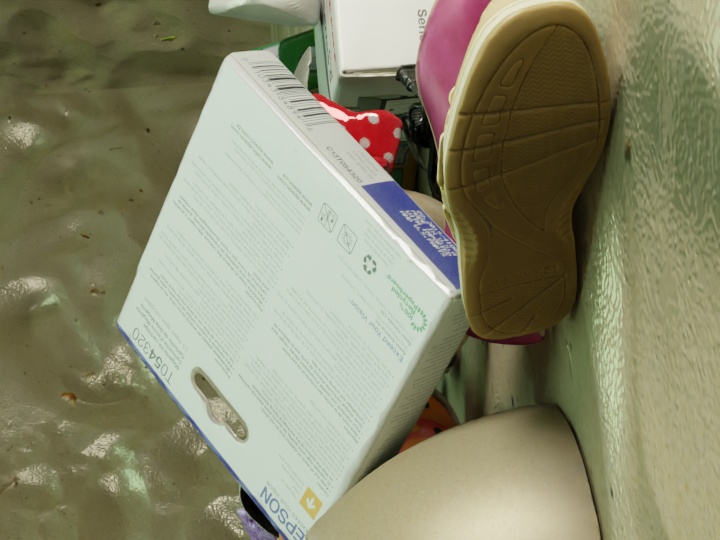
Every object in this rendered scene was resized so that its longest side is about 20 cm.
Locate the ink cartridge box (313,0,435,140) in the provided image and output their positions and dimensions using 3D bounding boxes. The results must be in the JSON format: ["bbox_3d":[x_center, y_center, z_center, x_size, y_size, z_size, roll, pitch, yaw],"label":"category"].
[{"bbox_3d":[0.013,-0.180,1.071,0.200,0.083,0.147,118,147,-80],"label":"ink cartridge box"}]

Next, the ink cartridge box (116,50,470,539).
[{"bbox_3d":[-0.040,0.019,0.853,0.197,0.043,0.201,47,129,26],"label":"ink cartridge box"}]

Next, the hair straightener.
[{"bbox_3d":[0.052,-0.094,0.952,0.200,0.041,0.078,82,166,-78],"label":"hair straightener"}]

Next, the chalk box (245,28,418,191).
[{"bbox_3d":[-0.030,-0.110,1.261,0.201,0.123,0.124,90,156,-50],"label":"chalk box"}]

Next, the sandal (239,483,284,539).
[{"bbox_3d":[-0.039,0.141,0.967,0.059,0.079,0.208,37,-147,-37],"label":"sandal"}]

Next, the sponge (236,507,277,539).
[{"bbox_3d":[0.000,0.236,1.118,0.030,0.111,0.202,-30,88,39],"label":"sponge"}]

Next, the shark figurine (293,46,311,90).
[{"bbox_3d":[-0.030,-0.027,1.026,0.216,0.127,0.090,62,-178,-33],"label":"shark figurine"}]

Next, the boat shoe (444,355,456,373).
[{"bbox_3d":[0.032,0.040,1.194,0.202,0.060,0.073,-107,2,-73],"label":"boat shoe"}]

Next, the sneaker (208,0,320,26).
[{"bbox_3d":[-0.062,-0.216,1.072,0.200,0.074,0.090,-108,27,-76],"label":"sneaker"}]

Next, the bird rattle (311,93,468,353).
[{"bbox_3d":[0.000,0.000,0.957,0.113,0.161,0.202,-132,57,-64],"label":"bird rattle"}]

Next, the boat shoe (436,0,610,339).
[{"bbox_3d":[0.063,-0.053,0.686,0.201,0.073,0.070,91,167,-50],"label":"boat shoe"}]

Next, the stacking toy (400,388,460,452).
[{"bbox_3d":[0.043,0.158,1.010,0.200,0.145,0.148,-154,58,-62],"label":"stacking toy"}]

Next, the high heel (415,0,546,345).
[{"bbox_3d":[0.073,-0.065,0.797,0.067,0.095,0.202,5,-79,-55],"label":"high heel"}]

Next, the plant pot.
[{"bbox_3d":[0.041,0.174,0.794,0.200,0.133,0.203,176,90,-84],"label":"plant pot"}]
